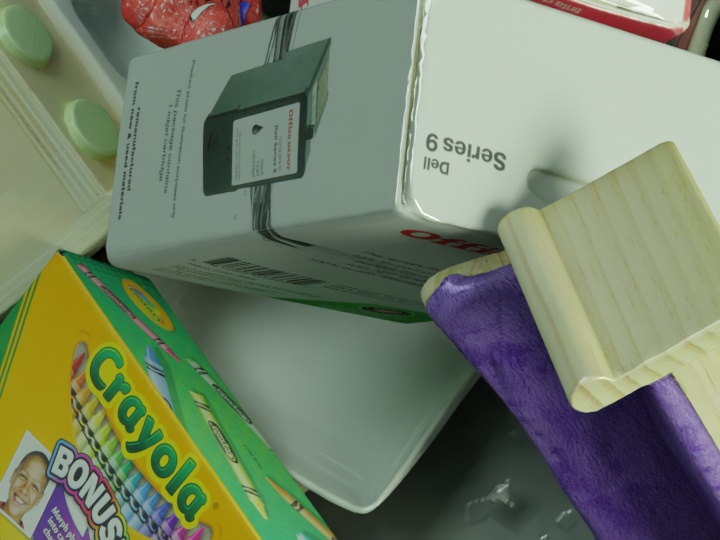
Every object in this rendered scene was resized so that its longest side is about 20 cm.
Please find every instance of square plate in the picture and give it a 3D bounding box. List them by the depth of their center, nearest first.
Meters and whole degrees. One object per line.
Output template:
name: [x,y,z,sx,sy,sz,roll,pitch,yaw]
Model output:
square plate: [0.000,0.000,1.115,0.198,0.028,0.200,23,66,42]

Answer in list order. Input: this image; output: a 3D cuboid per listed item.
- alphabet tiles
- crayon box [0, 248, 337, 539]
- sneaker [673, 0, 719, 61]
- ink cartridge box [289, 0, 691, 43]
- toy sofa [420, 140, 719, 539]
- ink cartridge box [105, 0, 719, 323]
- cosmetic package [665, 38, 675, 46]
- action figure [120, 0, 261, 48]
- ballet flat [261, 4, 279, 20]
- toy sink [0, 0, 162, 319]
alphabet tiles: [-0.071,0.043,1.155,0.196,0.015,0.200,-44,41,-10]
crayon box: [-0.090,0.102,1.045,0.119,0.058,0.200,-51,52,16]
sneaker: [0.128,-0.034,0.980,0.074,0.087,0.201,9,87,15]
ink cartridge box: [0.050,-0.143,1.021,0.200,0.085,0.149,-23,57,61]
toy sofa: [0.106,0.062,0.872,0.097,0.200,0.083,-28,44,7]
ink cartridge box: [0.021,-0.036,0.948,0.200,0.145,0.085,-7,73,56]
cosmetic package: [0.097,-0.121,1.118,0.082,0.051,0.201,-22,41,5]
action figure: [-0.071,-0.126,1.088,0.052,0.065,0.200,-51,22,17]
ballet flat: [-0.109,-0.067,1.245,0.199,0.072,0.072,-30,43,15]
toy sink: [-0.135,-0.063,1.140,0.200,0.112,0.130,-35,4,30]
